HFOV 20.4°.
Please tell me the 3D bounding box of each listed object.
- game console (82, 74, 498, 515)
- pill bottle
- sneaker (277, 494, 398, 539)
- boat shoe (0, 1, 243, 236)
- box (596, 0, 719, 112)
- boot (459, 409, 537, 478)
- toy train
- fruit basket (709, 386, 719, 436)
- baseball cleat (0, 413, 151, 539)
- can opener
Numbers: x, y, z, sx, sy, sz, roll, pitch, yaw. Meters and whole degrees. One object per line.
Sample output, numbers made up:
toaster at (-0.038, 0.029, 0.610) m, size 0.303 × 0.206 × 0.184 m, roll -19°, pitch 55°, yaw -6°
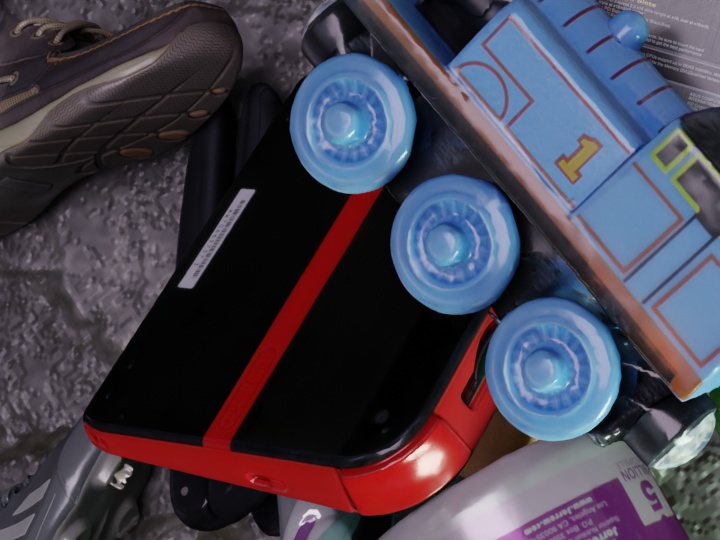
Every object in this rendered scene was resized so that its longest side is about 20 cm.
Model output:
game console at (0.000, 0.000, 0.783) m, size 0.176 × 0.031 × 0.201 m, roll 4°, pitch 53°, yaw 42°
pill bottle at (0.094, 0.164, 0.726) m, size 0.112 × 0.112 × 0.201 m, roll -32°, pitch 77°, yaw 16°
sneaker at (-0.042, 0.171, 0.796) m, size 0.139 × 0.078 × 0.202 m, roll -15°, pitch 80°, yaw 19°
boat shoe at (-0.140, -0.079, 0.893) m, size 0.199 × 0.074 × 0.074 m, roll -25°, pitch 71°, yaw 29°
box at (0.163, -0.110, 0.703) m, size 0.198 × 0.048 × 0.160 m, roll 17°, pitch 97°, yaw 14°
boot at (0.089, 0.025, 0.808) m, size 0.200 × 0.071 × 0.145 m, roll 16°, pitch 87°, yaw 32°
toy train at (0.065, -0.032, 0.666) m, size 0.114 × 0.087 × 0.200 m, roll -44°, pitch 75°, yaw 20°
fruit basket at (0.230, 0.061, 0.682) m, size 0.214 × 0.215 × 0.157 m, roll -23°, pitch 79°, yaw 18°
baseball cleat at (-0.163, 0.119, 0.904) m, size 0.106 × 0.070 × 0.201 m, roll 31°, pitch 97°, yaw 20°
can opener at (-0.057, 0.016, 0.873) m, size 0.063 × 0.079 × 0.202 m, roll -11°, pitch 73°, yaw 23°
